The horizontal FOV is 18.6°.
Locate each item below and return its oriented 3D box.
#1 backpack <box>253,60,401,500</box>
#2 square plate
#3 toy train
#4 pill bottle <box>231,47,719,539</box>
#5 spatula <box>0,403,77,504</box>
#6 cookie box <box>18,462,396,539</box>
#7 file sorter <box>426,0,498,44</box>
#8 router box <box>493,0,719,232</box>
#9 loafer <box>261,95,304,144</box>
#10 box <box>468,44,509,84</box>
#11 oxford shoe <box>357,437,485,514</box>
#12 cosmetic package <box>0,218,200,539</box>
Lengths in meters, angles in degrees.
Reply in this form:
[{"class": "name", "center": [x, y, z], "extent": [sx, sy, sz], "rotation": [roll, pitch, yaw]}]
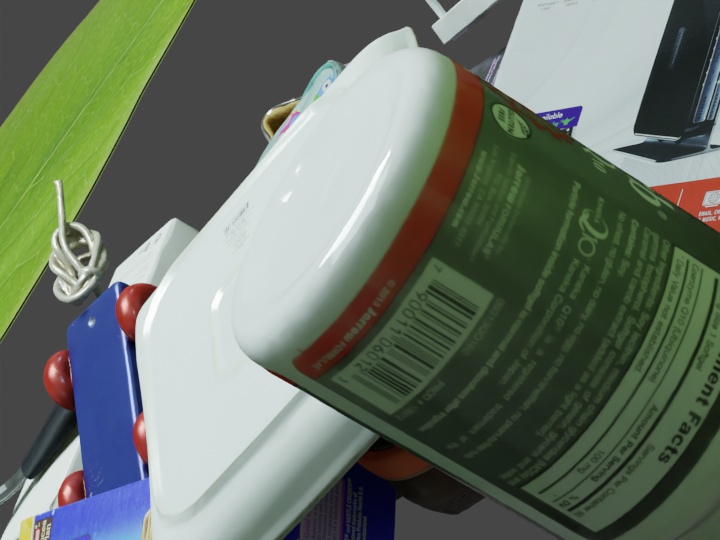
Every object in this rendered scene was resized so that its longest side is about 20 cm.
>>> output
[{"class": "backpack", "center": [0.000, 0.000, 1.036], "extent": [0.200, 0.126, 0.167], "rotation": [-56, 32, 36]}, {"class": "square plate", "center": [-0.034, 0.017, 0.890], "extent": [0.200, 0.028, 0.198], "rotation": [-48, 31, 25]}, {"class": "toy train", "center": [-0.095, 0.046, 1.133], "extent": [0.085, 0.115, 0.201], "rotation": [-39, 49, 37]}, {"class": "pill bottle", "center": [0.068, 0.024, 0.724], "extent": [0.116, 0.200, 0.116], "rotation": [-51, 19, 25]}, {"class": "spatula", "center": [-0.194, 0.116, 1.194], "extent": [0.200, 0.021, 0.057], "rotation": [-47, 34, 23]}, {"class": "cookie box", "center": [-0.076, 0.177, 0.950], "extent": [0.200, 0.075, 0.172], "rotation": [-23, 58, 48]}, {"class": "file sorter", "center": [0.085, -0.225, 1.126], "extent": [0.139, 0.125, 0.200], "rotation": [-40, 4, -16]}, {"class": "router box", "center": [0.138, -0.070, 0.825], "extent": [0.200, 0.049, 0.180], "rotation": [-8, 52, 42]}, {"class": "loafer", "center": [0.006, -0.070, 1.166], "extent": [0.073, 0.072, 0.200], "rotation": [-63, 18, -20]}, {"class": "box", "center": [0.074, -0.060, 1.140], "extent": [0.200, 0.036, 0.143], "rotation": [-28, 35, 57]}, {"class": "oxford shoe", "center": [0.090, 0.028, 0.889], "extent": [0.200, 0.073, 0.071], "rotation": [-34, 40, 16]}, {"class": "cosmetic package", "center": [-0.110, 0.086, 1.233], "extent": [0.085, 0.107, 0.200], "rotation": [-35, 27, 52]}]
